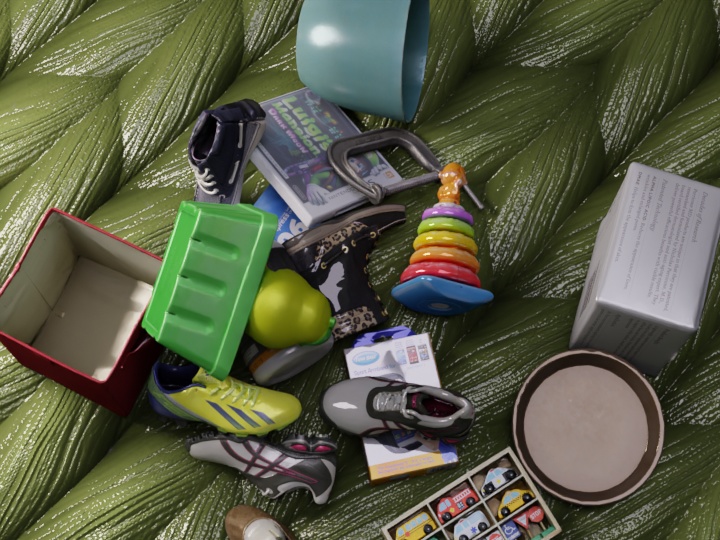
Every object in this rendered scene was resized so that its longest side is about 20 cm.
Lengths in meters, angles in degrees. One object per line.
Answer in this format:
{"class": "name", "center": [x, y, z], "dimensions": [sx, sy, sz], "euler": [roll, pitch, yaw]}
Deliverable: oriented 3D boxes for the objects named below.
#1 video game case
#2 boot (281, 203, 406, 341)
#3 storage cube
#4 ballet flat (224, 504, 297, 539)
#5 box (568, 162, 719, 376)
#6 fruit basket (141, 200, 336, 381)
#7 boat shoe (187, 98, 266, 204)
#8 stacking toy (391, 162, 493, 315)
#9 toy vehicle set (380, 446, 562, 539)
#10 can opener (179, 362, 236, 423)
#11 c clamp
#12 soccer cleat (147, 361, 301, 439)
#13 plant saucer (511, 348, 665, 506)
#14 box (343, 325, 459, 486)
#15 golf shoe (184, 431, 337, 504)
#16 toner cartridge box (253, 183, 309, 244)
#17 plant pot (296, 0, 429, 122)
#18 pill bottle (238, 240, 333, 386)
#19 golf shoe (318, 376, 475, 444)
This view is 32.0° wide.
{"class": "video game case", "center": [-0.065, -0.163, 1.724], "dimensions": [0.181, 0.023, 0.200], "euler": [-25, 66, -40]}
{"class": "boot", "center": [0.000, 0.000, 1.679], "dimensions": [0.198, 0.073, 0.152], "euler": [-20, 87, -39]}
{"class": "storage cube", "center": [-0.341, 0.059, 1.593], "dimensions": [0.198, 0.180, 0.172], "euler": [25, 72, 7]}
{"class": "ballet flat", "center": [-0.094, 0.362, 1.542], "dimensions": [0.068, 0.073, 0.201], "euler": [-36, 74, -15]}
{"class": "box", "center": [0.368, 0.003, 1.622], "dimensions": [0.129, 0.199, 0.202], "euler": [17, 70, 5]}
{"class": "fruit basket", "center": [-0.134, 0.029, 1.488], "dimensions": [0.213, 0.155, 0.219], "euler": [-4, 101, -22]}
{"class": "boat shoe", "center": [-0.200, -0.134, 1.661], "dimensions": [0.074, 0.202, 0.092], "euler": [37, 31, 25]}
{"class": "stacking toy", "center": [0.114, -0.048, 1.668], "dimensions": [0.115, 0.109, 0.203], "euler": [13, 72, -23]}
{"class": "toy vehicle set", "center": [0.139, 0.329, 1.584], "dimensions": [0.198, 0.027, 0.125], "euler": [-30, 73, -12]}
{"class": "can opener", "center": [-0.201, 0.098, 1.609], "dimensions": [0.078, 0.063, 0.203], "euler": [-10, 103, -24]}
{"class": "c clamp", "center": [0.056, -0.137, 1.723], "dimensions": [0.198, 0.027, 0.172], "euler": [-13, 57, -35]}
{"class": "soccer cleat", "center": [-0.171, 0.154, 1.552], "dimensions": [0.197, 0.085, 0.065], "euler": [5, 29, 12]}
{"class": "plant saucer", "center": [0.293, 0.203, 1.625], "dimensions": [0.197, 0.029, 0.203], "euler": [0, 77, 2]}
{"class": "box", "center": [0.049, 0.168, 1.637], "dimensions": [0.117, 0.042, 0.203], "euler": [-11, 72, -6]}
{"class": "golf shoe", "center": [-0.128, 0.244, 1.587], "dimensions": [0.197, 0.077, 0.090], "euler": [4, 84, 6]}
{"class": "toner cartridge box", "center": [-0.135, -0.018, 1.702], "dimensions": [0.094, 0.043, 0.201], "euler": [31, 72, 11]}
{"class": "plant pot", "center": [0.001, -0.314, 1.745], "dimensions": [0.158, 0.201, 0.203], "euler": [7, 68, 11]}
{"class": "pill bottle", "center": [-0.126, 0.035, 1.598], "dimensions": [0.115, 0.117, 0.202], "euler": [-28, 77, -11]}
{"class": "golf shoe", "center": [0.046, 0.164, 1.566], "dimensions": [0.197, 0.088, 0.078], "euler": [5, 69, 2]}
